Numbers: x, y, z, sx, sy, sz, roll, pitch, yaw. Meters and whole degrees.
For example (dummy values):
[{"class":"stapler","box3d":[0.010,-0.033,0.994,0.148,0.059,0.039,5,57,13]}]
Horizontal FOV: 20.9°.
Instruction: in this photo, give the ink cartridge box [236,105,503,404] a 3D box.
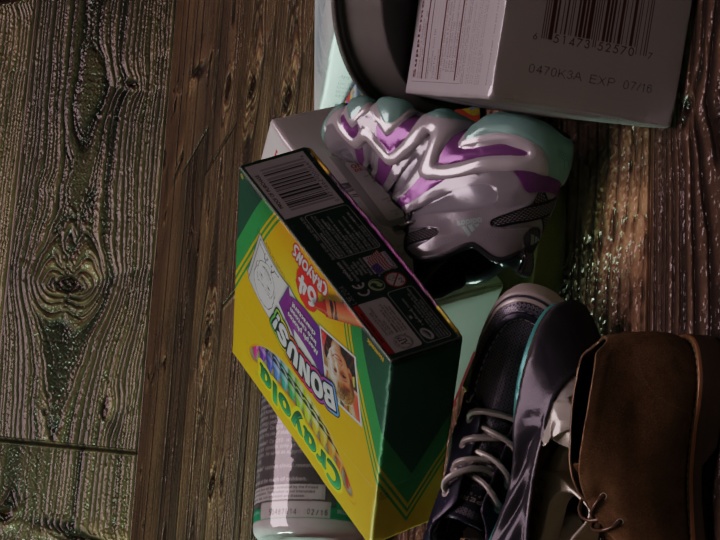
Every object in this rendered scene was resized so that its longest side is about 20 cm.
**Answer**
[{"class":"ink cartridge box","box3d":[0.000,0.000,1.393,0.200,0.083,0.147,54,143,33]}]

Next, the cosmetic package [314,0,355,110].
[{"class":"cosmetic package","box3d":[0.030,-0.247,1.546,0.200,0.123,0.200,106,166,-59]}]

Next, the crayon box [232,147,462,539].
[{"class":"crayon box","box3d":[-0.015,0.048,1.278,0.200,0.058,0.173,52,148,38]}]

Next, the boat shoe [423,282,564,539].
[{"class":"boat shoe","box3d":[0.087,0.113,1.209,0.093,0.075,0.200,-40,-41,-58]}]

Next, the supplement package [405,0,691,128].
[{"class":"supplement package","box3d":[0.113,-0.155,1.206,0.200,0.117,0.118,-153,70,-76]}]

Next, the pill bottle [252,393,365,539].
[{"class":"pill bottle","box3d":[-0.031,0.135,1.679,0.113,0.113,0.200,135,139,-69]}]

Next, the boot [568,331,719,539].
[{"class":"boot","box3d":[0.142,0.131,1.032,0.074,0.075,0.200,166,109,-74]}]

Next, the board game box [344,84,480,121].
[{"class":"board game box","box3d":[0.020,-0.058,1.580,0.200,0.105,0.103,124,149,-65]}]

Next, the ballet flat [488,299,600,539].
[{"class":"ballet flat","box3d":[0.122,0.120,1.161,0.073,0.073,0.200,-156,79,-76]}]

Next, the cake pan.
[{"class":"cake pan","box3d":[0.063,-0.199,1.339,0.037,0.200,0.201,17,102,42]}]

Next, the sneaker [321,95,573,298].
[{"class":"sneaker","box3d":[0.038,-0.037,1.280,0.200,0.078,0.140,9,80,44]}]

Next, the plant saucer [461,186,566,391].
[{"class":"plant saucer","box3d":[0.104,-0.009,1.359,0.200,0.031,0.200,-174,90,-76]}]
